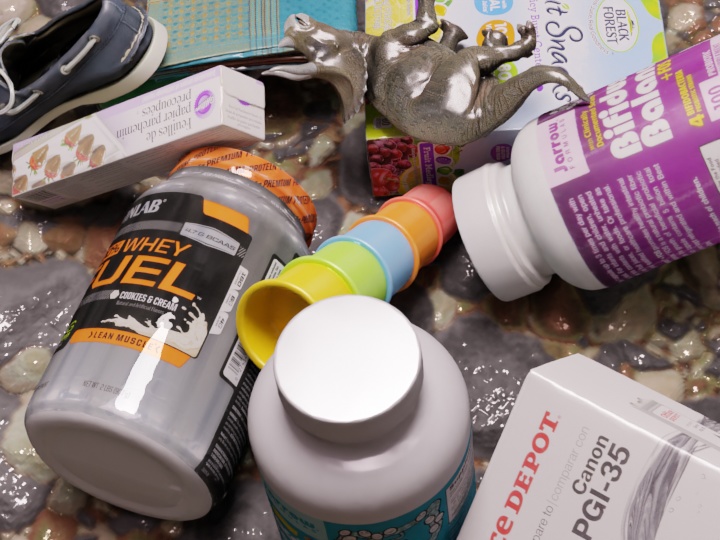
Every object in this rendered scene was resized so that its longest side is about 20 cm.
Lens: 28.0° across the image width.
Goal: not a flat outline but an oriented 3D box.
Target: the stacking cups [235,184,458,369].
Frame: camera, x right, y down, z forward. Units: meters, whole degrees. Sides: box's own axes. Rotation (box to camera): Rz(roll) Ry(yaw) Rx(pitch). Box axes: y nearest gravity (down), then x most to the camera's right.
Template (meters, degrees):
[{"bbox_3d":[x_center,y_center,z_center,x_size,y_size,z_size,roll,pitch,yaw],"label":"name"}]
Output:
[{"bbox_3d":[0.000,0.000,0.854,0.060,0.061,0.200,19,27,19],"label":"stacking cups"}]

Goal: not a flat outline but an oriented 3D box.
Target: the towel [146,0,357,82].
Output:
[{"bbox_3d":[-0.077,-0.209,1.015,0.146,0.022,0.201,-6,49,3],"label":"towel"}]

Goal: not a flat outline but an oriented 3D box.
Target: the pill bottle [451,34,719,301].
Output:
[{"bbox_3d":[0.160,-0.055,0.856,0.199,0.112,0.113,-24,52,20],"label":"pill bottle"}]

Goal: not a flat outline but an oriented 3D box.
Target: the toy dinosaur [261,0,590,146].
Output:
[{"bbox_3d":[0.049,-0.115,0.890,0.200,0.077,0.102,27,78,24],"label":"toy dinosaur"}]

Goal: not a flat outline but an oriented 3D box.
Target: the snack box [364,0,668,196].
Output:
[{"bbox_3d":[0.103,-0.139,0.976,0.199,0.068,0.169,-3,55,4],"label":"snack box"}]

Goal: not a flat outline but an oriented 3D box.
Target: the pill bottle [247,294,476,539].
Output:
[{"bbox_3d":[0.003,0.096,0.742,0.110,0.200,0.111,-4,54,5],"label":"pill bottle"}]

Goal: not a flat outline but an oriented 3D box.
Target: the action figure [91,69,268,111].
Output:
[{"bbox_3d":[-0.100,-0.161,1.024,0.199,0.055,0.118,-27,55,-10],"label":"action figure"}]

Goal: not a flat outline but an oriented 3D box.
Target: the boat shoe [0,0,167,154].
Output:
[{"bbox_3d":[-0.221,-0.131,0.969,0.199,0.062,0.075,-14,54,34],"label":"boat shoe"}]

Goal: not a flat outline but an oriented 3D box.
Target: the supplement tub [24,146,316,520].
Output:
[{"bbox_3d":[-0.103,0.033,0.847,0.122,0.123,0.200,12,57,15],"label":"supplement tub"}]

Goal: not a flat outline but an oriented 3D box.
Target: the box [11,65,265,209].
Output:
[{"bbox_3d":[-0.145,-0.081,0.919,0.200,0.041,0.039,-14,72,38],"label":"box"}]

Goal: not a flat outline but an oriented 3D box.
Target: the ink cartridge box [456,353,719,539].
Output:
[{"bbox_3d":[0.152,0.151,0.717,0.200,0.083,0.147,27,104,23],"label":"ink cartridge box"}]
